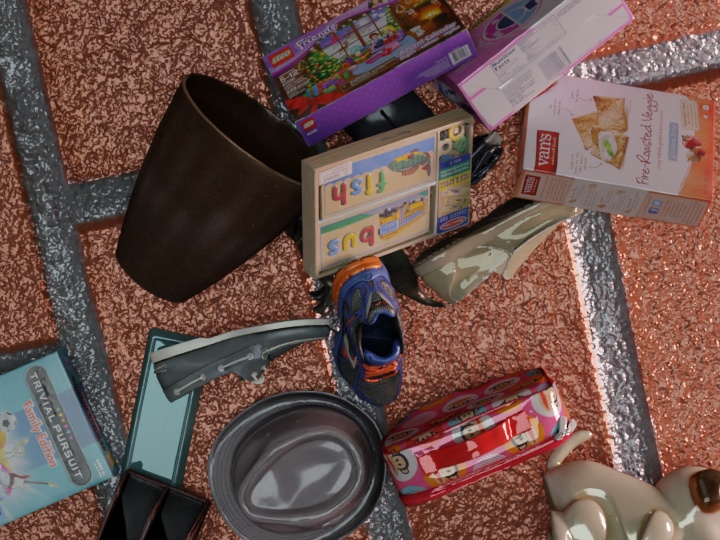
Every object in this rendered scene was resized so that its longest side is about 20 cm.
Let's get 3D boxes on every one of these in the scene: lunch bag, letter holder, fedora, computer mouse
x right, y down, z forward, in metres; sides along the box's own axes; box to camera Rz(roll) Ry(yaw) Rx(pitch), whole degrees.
[{"bbox_3d":[0.120,0.172,1.587,0.200,0.176,0.082,-23,92,2],"label":"lunch bag"},{"bbox_3d":[-0.247,0.335,1.605,0.100,0.142,0.200,22,99,-1],"label":"letter holder"},{"bbox_3d":[-0.069,0.222,1.633,0.200,0.090,0.177,-18,92,1],"label":"fedora"},{"bbox_3d":[0.046,-0.152,1.633,0.138,0.053,0.200,-44,92,3],"label":"computer mouse"}]

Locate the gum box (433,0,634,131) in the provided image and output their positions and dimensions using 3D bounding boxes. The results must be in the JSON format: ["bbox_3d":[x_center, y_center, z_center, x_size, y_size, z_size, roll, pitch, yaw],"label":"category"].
[{"bbox_3d":[0.171,-0.237,1.590,0.200,0.114,0.066,-38,115,2],"label":"gum box"}]

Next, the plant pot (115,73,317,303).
[{"bbox_3d":[-0.163,-0.070,1.589,0.187,0.187,0.200,38,107,-1],"label":"plant pot"}]

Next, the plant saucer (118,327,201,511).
[{"bbox_3d":[-0.218,0.167,1.669,0.070,0.019,0.200,12,94,0],"label":"plant saucer"}]

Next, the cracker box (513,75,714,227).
[{"bbox_3d":[0.267,-0.129,1.600,0.200,0.058,0.134,9,58,0],"label":"cracker box"}]

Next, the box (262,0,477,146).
[{"bbox_3d":[0.007,-0.224,1.592,0.200,0.137,0.039,-29,131,1],"label":"box"}]

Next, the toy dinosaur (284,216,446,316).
[{"bbox_3d":[0.000,0.000,1.630,0.200,0.077,0.102,18,106,4],"label":"toy dinosaur"}]

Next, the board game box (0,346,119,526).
[{"bbox_3d":[-0.386,0.192,1.656,0.200,0.047,0.151,-24,93,2],"label":"board game box"}]

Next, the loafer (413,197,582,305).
[{"bbox_3d":[0.155,-0.028,1.631,0.200,0.076,0.068,-27,102,-1],"label":"loafer"}]

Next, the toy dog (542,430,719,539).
[{"bbox_3d":[0.299,0.267,1.627,0.200,0.140,0.194,-5,56,2],"label":"toy dog"}]

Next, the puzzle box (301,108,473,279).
[{"bbox_3d":[0.029,-0.078,1.561,0.200,0.025,0.133,-21,130,-28],"label":"puzzle box"}]

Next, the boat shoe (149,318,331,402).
[{"bbox_3d":[-0.123,0.093,1.621,0.200,0.073,0.062,-13,86,7],"label":"boat shoe"}]

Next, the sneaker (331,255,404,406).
[{"bbox_3d":[0.012,0.080,1.593,0.075,0.078,0.200,-20,136,-8],"label":"sneaker"}]
